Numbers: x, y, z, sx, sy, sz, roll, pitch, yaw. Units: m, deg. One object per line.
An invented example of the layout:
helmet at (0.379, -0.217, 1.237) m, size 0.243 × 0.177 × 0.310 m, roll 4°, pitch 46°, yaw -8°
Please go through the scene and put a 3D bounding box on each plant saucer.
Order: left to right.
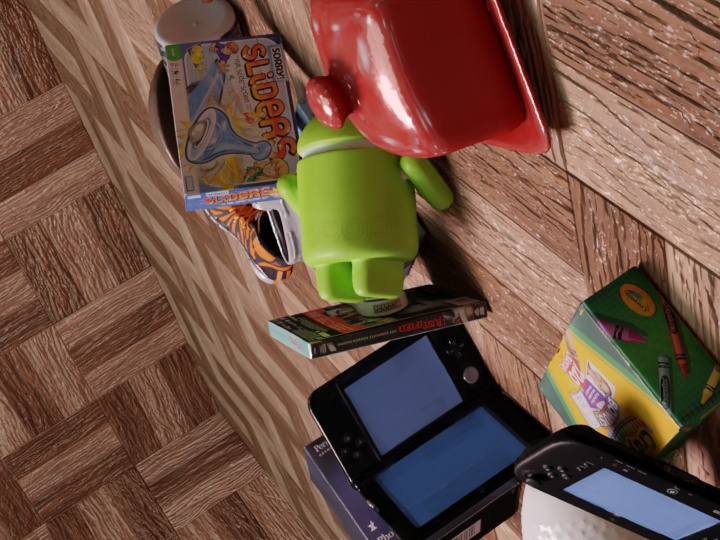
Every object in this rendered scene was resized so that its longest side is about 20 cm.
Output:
plant saucer at (-0.221, -0.199, 1.671) m, size 0.029 × 0.200 × 0.202 m, roll -12°, pitch 116°, yaw 29°

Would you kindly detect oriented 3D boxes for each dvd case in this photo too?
dvd case at (0.016, 0.051, 1.317) m, size 0.146 × 0.198 × 0.022 m, roll -163°, pitch 61°, yaw -68°

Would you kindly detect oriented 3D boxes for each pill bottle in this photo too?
pill bottle at (-0.187, -0.239, 1.584) m, size 0.106 × 0.106 × 0.201 m, roll 47°, pitch 161°, yaw 38°

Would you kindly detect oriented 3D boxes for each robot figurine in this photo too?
robot figurine at (-0.003, -0.072, 1.213) m, size 0.174 × 0.115 × 0.203 m, roll -9°, pitch 82°, yaw 36°

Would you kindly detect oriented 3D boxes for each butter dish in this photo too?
butter dish at (0.025, -0.160, 0.956) m, size 0.201 × 0.147 × 0.199 m, roll 64°, pitch 165°, yaw -22°

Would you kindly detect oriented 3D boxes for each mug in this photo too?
mug at (0.226, 0.252, 1.162) m, size 0.200 × 0.146 × 0.177 m, roll -56°, pitch -53°, yaw -73°

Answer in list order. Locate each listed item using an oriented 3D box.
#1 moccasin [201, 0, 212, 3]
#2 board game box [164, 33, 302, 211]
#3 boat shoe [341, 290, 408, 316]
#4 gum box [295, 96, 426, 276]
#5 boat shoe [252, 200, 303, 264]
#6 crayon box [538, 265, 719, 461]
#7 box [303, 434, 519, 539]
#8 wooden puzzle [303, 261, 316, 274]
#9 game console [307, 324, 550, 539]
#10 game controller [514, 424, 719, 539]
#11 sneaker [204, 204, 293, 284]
moccasin at (-0.232, -0.401, 1.469) m, size 0.203 × 0.077 × 0.074 m, roll 59°, pitch 166°, yaw 0°
board game box at (-0.139, -0.167, 1.377) m, size 0.035 × 0.134 × 0.202 m, roll 98°, pitch 162°, yaw -62°
boat shoe at (0.000, 0.000, 1.358) m, size 0.200 × 0.070 × 0.064 m, roll -160°, pitch 56°, yaw -69°
gum box at (-0.008, -0.087, 1.417) m, size 0.201 × 0.044 × 0.170 m, roll 57°, pitch 165°, yaw 12°
boat shoe at (-0.100, -0.095, 1.484) m, size 0.072 × 0.068 × 0.201 m, roll 43°, pitch 159°, yaw 49°
crayon box at (0.215, 0.094, 1.003) m, size 0.119 × 0.058 × 0.200 m, roll 53°, pitch 164°, yaw 19°
box at (0.063, 0.266, 1.575) m, size 0.199 × 0.199 × 0.124 m, roll 51°, pitch 164°, yaw 26°
wooden puzzle at (-0.098, -0.110, 1.701) m, size 0.185 × 0.037 × 0.201 m, roll 44°, pitch 155°, yaw 46°
game console at (0.073, 0.161, 1.331) m, size 0.177 × 0.199 × 0.116 m, roll 60°, pitch 164°, yaw -5°
game controller at (0.222, 0.177, 0.980) m, size 0.198 × 0.042 × 0.104 m, roll 25°, pitch 156°, yaw -12°
sneaker at (-0.152, -0.081, 1.738) m, size 0.200 × 0.077 × 0.112 m, roll 50°, pitch 158°, yaw 7°
